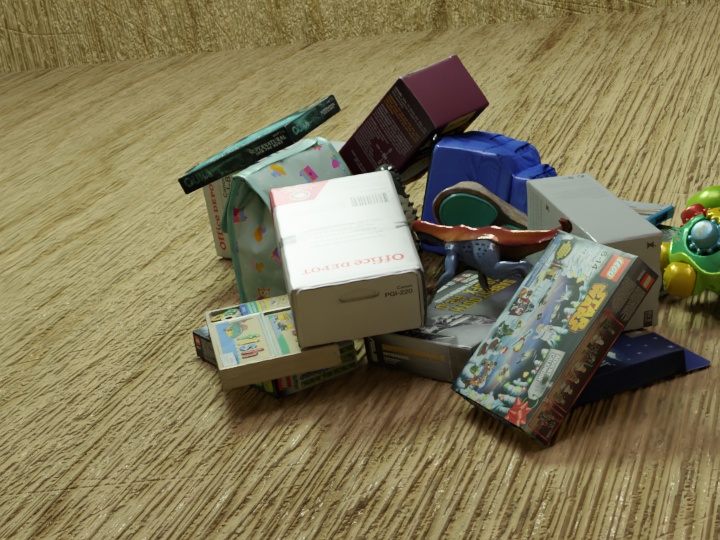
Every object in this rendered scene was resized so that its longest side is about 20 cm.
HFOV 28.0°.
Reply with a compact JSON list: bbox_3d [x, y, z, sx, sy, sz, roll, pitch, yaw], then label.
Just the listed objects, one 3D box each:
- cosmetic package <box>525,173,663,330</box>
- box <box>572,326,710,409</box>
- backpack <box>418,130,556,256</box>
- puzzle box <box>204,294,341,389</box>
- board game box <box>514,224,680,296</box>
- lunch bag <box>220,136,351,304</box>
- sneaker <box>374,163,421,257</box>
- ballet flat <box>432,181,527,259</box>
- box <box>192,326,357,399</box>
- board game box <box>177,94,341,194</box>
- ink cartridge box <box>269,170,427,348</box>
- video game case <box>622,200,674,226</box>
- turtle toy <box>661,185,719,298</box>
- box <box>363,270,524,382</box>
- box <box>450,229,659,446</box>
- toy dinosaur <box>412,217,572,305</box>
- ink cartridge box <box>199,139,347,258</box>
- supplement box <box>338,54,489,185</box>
[{"bbox_3d":[0.253,-0.022,1.585,0.081,0.113,0.200,-8,23,-12],"label":"cosmetic package"},{"bbox_3d":[0.249,0.094,1.500,0.199,0.033,0.121,-14,19,-19],"label":"box"},{"bbox_3d":[0.174,-0.093,1.907,0.167,0.163,0.200,18,16,13],"label":"backpack"},{"bbox_3d":[-0.101,0.075,1.622,0.132,0.026,0.200,-12,18,-8],"label":"puzzle box"},{"bbox_3d":[0.306,-0.010,1.765,0.199,0.041,0.199,-21,21,-32],"label":"board game box"},{"bbox_3d":[-0.080,-0.054,1.820,0.122,0.201,0.170,-1,20,45],"label":"lunch bag"},{"bbox_3d":[0.027,-0.060,1.880,0.090,0.200,0.067,-24,59,-6],"label":"sneaker"},{"bbox_3d":[0.142,-0.067,1.711,0.068,0.200,0.067,-41,49,19],"label":"ballet flat"},{"bbox_3d":[-0.102,0.090,1.671,0.110,0.035,0.200,-19,21,-28],"label":"box"},{"bbox_3d":[-0.135,-0.168,1.925,0.199,0.028,0.135,-22,13,34],"label":"board game box"},{"bbox_3d":[-0.016,-0.015,1.593,0.145,0.085,0.200,-10,35,-4],"label":"ink cartridge box"},{"bbox_3d":[0.308,-0.073,1.817,0.142,0.018,0.200,8,10,20],"label":"video game case"},{"bbox_3d":[0.410,-0.031,1.631,0.145,0.102,0.200,8,19,-2],"label":"turtle toy"},{"bbox_3d":[0.126,0.061,1.629,0.158,0.049,0.200,8,25,43],"label":"box"},{"bbox_3d":[0.189,0.062,1.423,0.200,0.040,0.137,-56,30,-6],"label":"box"},{"bbox_3d":[0.138,-0.028,1.596,0.181,0.200,0.105,42,28,27],"label":"toy dinosaur"},{"bbox_3d":[-0.105,-0.100,2.064,0.199,0.146,0.144,6,25,40],"label":"ink cartridge box"},{"bbox_3d":[0.068,-0.188,1.935,0.110,0.086,0.200,-27,-12,-37],"label":"supplement box"}]
